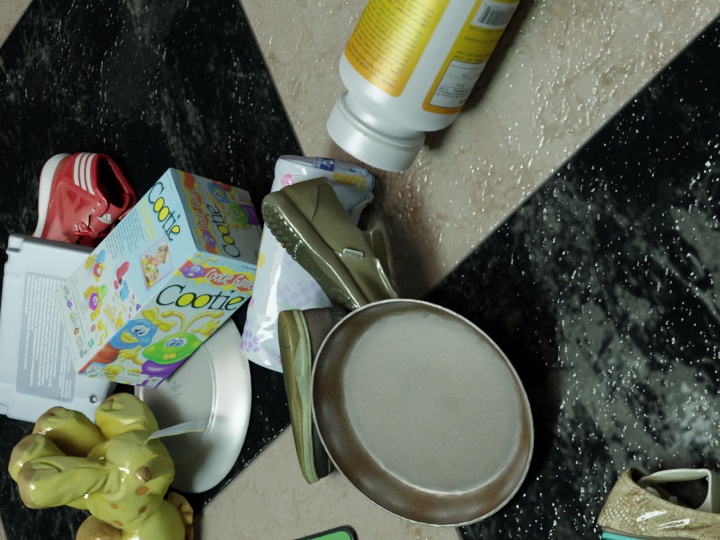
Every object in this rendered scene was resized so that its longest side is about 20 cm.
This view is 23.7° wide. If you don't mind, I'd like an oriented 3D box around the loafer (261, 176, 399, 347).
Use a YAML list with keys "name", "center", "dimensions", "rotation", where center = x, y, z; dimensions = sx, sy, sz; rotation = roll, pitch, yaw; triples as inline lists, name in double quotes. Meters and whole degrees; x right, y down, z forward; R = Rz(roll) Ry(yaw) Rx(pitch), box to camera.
- name: "loafer"
  center: [0.000, 0.000, 1.462]
  dimensions: [0.200, 0.067, 0.076]
  rotation: [51, 164, -4]

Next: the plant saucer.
- name: "plant saucer"
  center: [0.054, 0.113, 1.406]
  dimensions: [0.199, 0.032, 0.201]
  rotation: [10, 113, 26]

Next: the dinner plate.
- name: "dinner plate"
  center: [-0.178, 0.123, 1.728]
  dimensions: [0.200, 0.024, 0.201]
  rotation: [-6, 82, 48]

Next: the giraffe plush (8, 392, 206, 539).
- name: "giraffe plush"
  center: [-0.233, 0.230, 1.693]
  dimensions: [0.199, 0.173, 0.163]
  rotation: [-3, 116, 15]

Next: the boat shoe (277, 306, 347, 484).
- name: "boat shoe"
  center: [-0.031, 0.110, 1.495]
  dimensions: [0.072, 0.066, 0.201]
  rotation: [-107, 8, -47]

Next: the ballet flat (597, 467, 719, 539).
- name: "ballet flat"
  center: [0.251, 0.174, 1.207]
  dimensions: [0.199, 0.070, 0.066]
  rotation: [7, 78, 45]

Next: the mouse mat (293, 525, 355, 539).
- name: "mouse mat"
  center: [-0.043, 0.345, 1.571]
  dimensions: [0.161, 0.008, 0.201]
  rotation: [-24, 71, 46]

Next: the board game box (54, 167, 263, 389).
- name: "board game box"
  center: [-0.191, 0.011, 1.667]
  dimensions: [0.200, 0.103, 0.105]
  rotation: [-43, 52, 30]

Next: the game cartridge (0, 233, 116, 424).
- name: "game cartridge"
  center: [-0.316, 0.068, 1.820]
  dimensions: [0.133, 0.041, 0.201]
  rotation: [12, 106, 12]

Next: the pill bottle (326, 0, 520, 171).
- name: "pill bottle"
  center: [0.050, -0.187, 1.423]
  dimensions: [0.111, 0.111, 0.200]
  rotation: [50, 123, 38]

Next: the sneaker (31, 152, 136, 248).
- name: "sneaker"
  center: [-0.298, -0.031, 1.835]
  dimensions: [0.115, 0.078, 0.201]
  rotation: [-6, 84, 50]

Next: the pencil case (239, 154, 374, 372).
- name: "pencil case"
  center: [-0.049, -0.006, 1.545]
  dimensions: [0.083, 0.090, 0.201]
  rotation: [-119, 41, -79]
